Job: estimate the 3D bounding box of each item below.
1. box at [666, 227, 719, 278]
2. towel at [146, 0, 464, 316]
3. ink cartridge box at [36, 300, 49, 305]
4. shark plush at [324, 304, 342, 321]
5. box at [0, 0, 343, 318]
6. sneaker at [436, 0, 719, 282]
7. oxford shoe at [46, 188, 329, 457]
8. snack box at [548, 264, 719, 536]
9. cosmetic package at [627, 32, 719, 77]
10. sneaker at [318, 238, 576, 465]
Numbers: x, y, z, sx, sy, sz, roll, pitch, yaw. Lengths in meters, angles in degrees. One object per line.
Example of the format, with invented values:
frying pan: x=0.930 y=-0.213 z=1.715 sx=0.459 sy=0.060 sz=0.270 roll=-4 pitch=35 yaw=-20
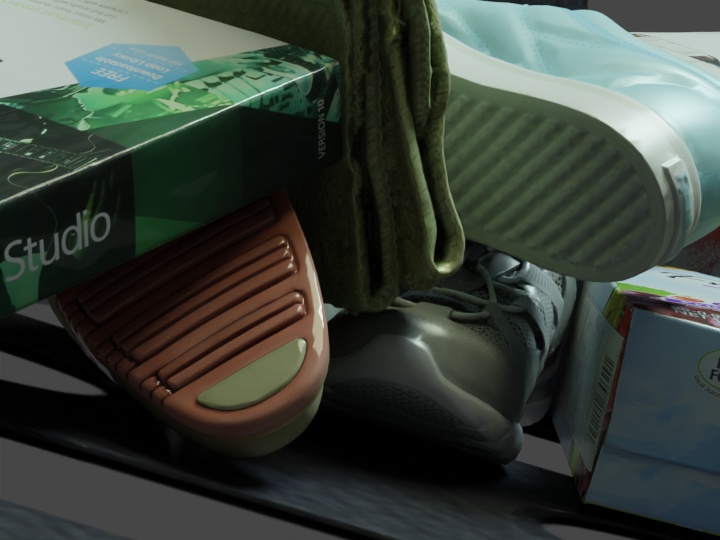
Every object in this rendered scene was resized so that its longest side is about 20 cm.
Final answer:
box: x=0.096 y=-0.008 z=1.052 sx=0.200 sy=0.103 sz=0.095 roll=16 pitch=7 yaw=-1
towel: x=-0.034 y=-0.068 z=0.768 sx=0.036 sy=0.148 sz=0.200 roll=-10 pitch=12 yaw=-31
ink cartridge box: x=-0.101 y=-0.013 z=0.926 sx=0.200 sy=0.042 sz=0.119 roll=11 pitch=7 yaw=-43
shark plush: x=0.000 y=0.000 z=0.908 sx=0.091 sy=0.083 sz=0.200 roll=-12 pitch=-7 yaw=11
box: x=-0.123 y=-0.029 z=0.667 sx=0.144 sy=0.036 sz=0.200 roll=19 pitch=34 yaw=37
sneaker: x=0.041 y=-0.053 z=0.790 sx=0.082 sy=0.074 sz=0.200 roll=-22 pitch=40 yaw=-40
oxford shoe: x=-0.055 y=0.003 z=0.735 sx=0.071 sy=0.074 sz=0.200 roll=-26 pitch=37 yaw=-10
snack box: x=0.152 y=0.049 z=0.824 sx=0.169 sy=0.068 sz=0.200 roll=14 pitch=4 yaw=-1
cosmetic package: x=0.127 y=-0.056 z=0.948 sx=0.083 sy=0.051 sz=0.200 roll=28 pitch=20 yaw=31
sneaker: x=0.028 y=0.010 z=0.808 sx=0.075 sy=0.082 sz=0.200 roll=16 pitch=6 yaw=8
